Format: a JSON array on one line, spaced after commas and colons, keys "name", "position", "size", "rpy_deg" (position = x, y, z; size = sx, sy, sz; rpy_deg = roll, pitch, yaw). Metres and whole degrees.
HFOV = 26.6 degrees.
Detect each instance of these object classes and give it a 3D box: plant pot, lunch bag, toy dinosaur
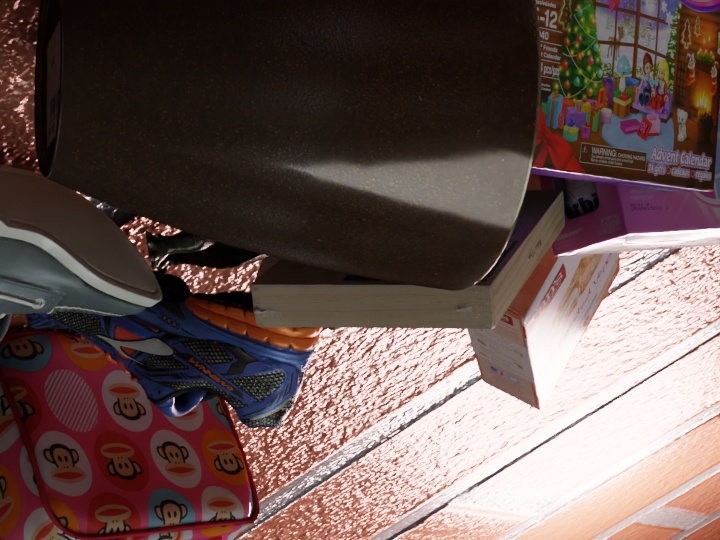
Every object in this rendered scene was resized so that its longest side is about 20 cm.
[{"name": "plant pot", "position": [-0.046, -0.084, 0.709], "size": [0.200, 0.187, 0.187], "rpy_deg": [1, 147, -20]}, {"name": "lunch bag", "position": [-0.159, 0.131, 0.992], "size": [0.082, 0.176, 0.200], "rpy_deg": [-41, 151, 28]}, {"name": "toy dinosaur", "position": [-0.072, -0.031, 0.882], "size": [0.102, 0.077, 0.200], "rpy_deg": [-11, 150, -2]}]

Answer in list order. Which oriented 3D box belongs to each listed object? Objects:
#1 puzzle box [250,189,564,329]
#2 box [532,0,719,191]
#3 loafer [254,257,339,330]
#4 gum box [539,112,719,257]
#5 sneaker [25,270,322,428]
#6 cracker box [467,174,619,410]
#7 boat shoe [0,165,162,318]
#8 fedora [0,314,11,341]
[{"name": "puzzle box", "position": [0.034, -0.010, 0.871], "size": [0.133, 0.025, 0.200], "rpy_deg": [0, -163, 19]}, {"name": "box", "position": [0.135, -0.118, 0.847], "size": [0.039, 0.137, 0.200], "rpy_deg": [4, -179, 43]}, {"name": "loafer", "position": [0.000, 0.000, 1.019], "size": [0.068, 0.076, 0.200], "rpy_deg": [-32, 159, 36]}, {"name": "gum box", "position": [0.198, -0.074, 0.993], "size": [0.200, 0.114, 0.066], "rpy_deg": [-4, 170, -39]}, {"name": "sneaker", "position": [-0.118, 0.044, 0.886], "size": [0.200, 0.079, 0.075], "rpy_deg": [11, -174, 30]}, {"name": "cracker box", "position": [0.133, 0.005, 1.096], "size": [0.134, 0.058, 0.200], "rpy_deg": [-59, 159, -14]}, {"name": "boat shoe", "position": [-0.183, -0.011, 0.778], "size": [0.062, 0.073, 0.200], "rpy_deg": [-42, 146, 16]}, {"name": "fedora", "position": [-0.280, 0.064, 0.846], "size": [0.177, 0.090, 0.200], "rpy_deg": [-38, 153, 24]}]
